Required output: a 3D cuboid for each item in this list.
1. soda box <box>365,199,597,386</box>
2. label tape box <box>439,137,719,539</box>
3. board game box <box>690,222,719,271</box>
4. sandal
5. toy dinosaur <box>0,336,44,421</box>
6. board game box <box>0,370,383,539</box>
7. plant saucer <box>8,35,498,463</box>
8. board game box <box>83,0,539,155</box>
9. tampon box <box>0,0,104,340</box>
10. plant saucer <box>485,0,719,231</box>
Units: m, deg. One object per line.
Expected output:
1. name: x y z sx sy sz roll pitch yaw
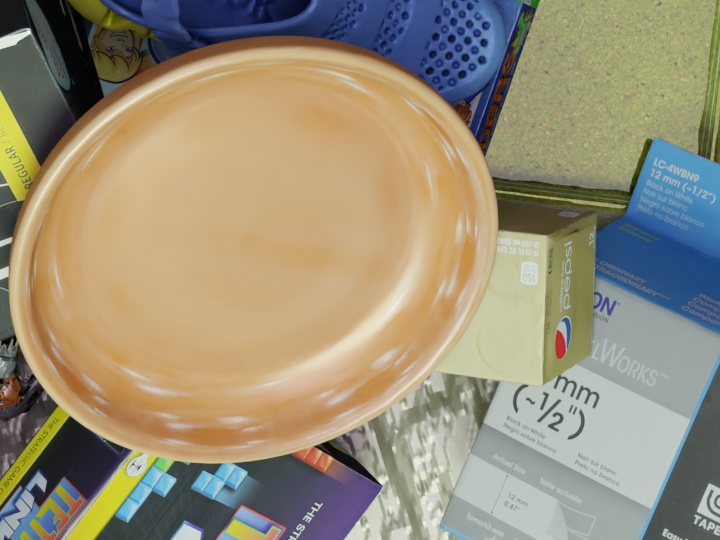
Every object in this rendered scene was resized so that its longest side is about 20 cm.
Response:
1. soda box: 0.000 0.000 1.118 0.200 0.064 0.068 7 104 24
2. label tape box: 0.141 0.055 1.124 0.143 0.066 0.200 26 99 27
3. board game box: 0.188 0.070 1.162 0.151 0.047 0.200 45 106 23
4. sandal: -0.029 -0.112 1.088 0.200 0.087 0.080 10 93 -16
5. toy dinosaur: -0.217 0.038 1.192 0.136 0.102 0.200 41 70 -18
6. board game box: -0.105 0.138 1.157 0.200 0.165 0.057 -52 50 3
7. plant saucer: -0.044 -0.011 1.023 0.200 0.037 0.200 -9 127 -13
8. board game box: -0.028 -0.107 1.179 0.200 0.034 0.136 20 96 16
9. tampon box: -0.184 -0.087 1.073 0.126 0.200 0.150 -23 137 1
10. plant saucer: 0.102 -0.100 1.201 0.200 0.048 0.200 7 92 0
